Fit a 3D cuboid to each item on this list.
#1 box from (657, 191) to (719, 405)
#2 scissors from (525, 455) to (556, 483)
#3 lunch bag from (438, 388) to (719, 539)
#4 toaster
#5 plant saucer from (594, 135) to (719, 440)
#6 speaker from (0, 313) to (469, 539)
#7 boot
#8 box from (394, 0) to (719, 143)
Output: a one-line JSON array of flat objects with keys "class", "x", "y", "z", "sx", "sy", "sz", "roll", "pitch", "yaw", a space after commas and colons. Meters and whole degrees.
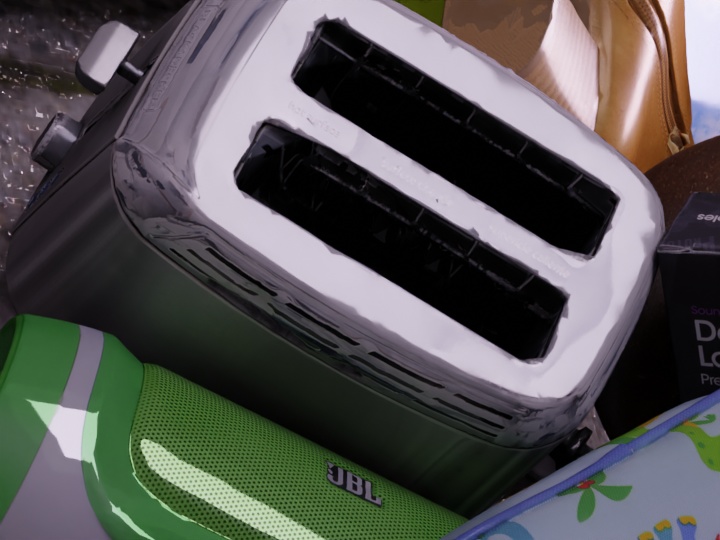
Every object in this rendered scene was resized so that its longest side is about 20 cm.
[{"class": "box", "x": 0.168, "y": 0.071, "z": 0.786, "sx": 0.143, "sy": 0.200, "sz": 0.036, "roll": 4, "pitch": 37, "yaw": 24}, {"class": "scissors", "x": 0.044, "y": 0.045, "z": 0.892, "sx": 0.200, "sy": 0.014, "sz": 0.073, "roll": 26, "pitch": 42, "yaw": -12}, {"class": "lunch bag", "x": 0.087, "y": 0.122, "z": 0.690, "sx": 0.200, "sy": 0.082, "sz": 0.161, "roll": -24, "pitch": 77, "yaw": -45}, {"class": "toaster", "x": 0.000, "y": 0.000, "z": 0.797, "sx": 0.200, "sy": 0.129, "sz": 0.114, "roll": 33, "pitch": 65, "yaw": -5}, {"class": "plant saucer", "x": 0.152, "y": 0.046, "z": 0.831, "sx": 0.200, "sy": 0.200, "sz": 0.037, "roll": 36, "pitch": 49, "yaw": -3}, {"class": "speaker", "x": -0.021, "y": 0.088, "z": 0.758, "sx": 0.200, "sy": 0.088, "sz": 0.089, "roll": 27, "pitch": 43, "yaw": -13}, {"class": "boot", "x": 0.078, "y": -0.104, "z": 0.884, "sx": 0.071, "sy": 0.144, "sz": 0.201, "roll": 6, "pitch": 68, "yaw": 24}, {"class": "box", "x": 0.084, "y": -0.103, "z": 0.960, "sx": 0.048, "sy": 0.122, "sz": 0.200, "roll": 14, "pitch": 12, "yaw": 42}]
